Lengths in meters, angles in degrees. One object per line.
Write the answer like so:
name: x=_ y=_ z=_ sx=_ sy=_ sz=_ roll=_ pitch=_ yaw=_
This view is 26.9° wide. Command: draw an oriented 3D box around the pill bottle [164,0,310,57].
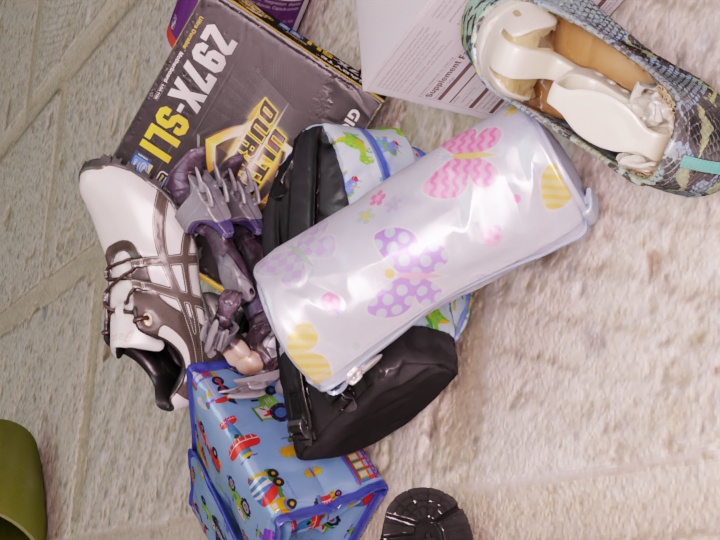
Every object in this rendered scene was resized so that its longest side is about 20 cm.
pill bottle: x=-0.095 y=-0.260 z=1.328 sx=0.201 sy=0.111 sz=0.113 roll=-64 pitch=29 yaw=32

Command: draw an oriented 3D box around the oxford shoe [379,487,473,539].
oxford shoe: x=0.043 y=0.240 z=0.895 sx=0.085 sy=0.072 sz=0.203 roll=109 pitch=162 yaw=-61

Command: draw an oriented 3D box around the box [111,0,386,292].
box: x=-0.096 y=-0.095 z=1.160 sx=0.201 sy=0.159 sz=0.049 roll=-56 pitch=3 yaw=18

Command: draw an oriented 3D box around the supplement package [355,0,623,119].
supplement package: x=0.073 y=-0.224 z=0.939 sx=0.156 sy=0.110 sz=0.202 roll=-47 pitch=39 yaw=50

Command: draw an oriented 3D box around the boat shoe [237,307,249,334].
boat shoe: x=-0.081 y=0.042 z=1.235 sx=0.200 sy=0.066 sz=0.075 roll=-157 pitch=79 yaw=-66

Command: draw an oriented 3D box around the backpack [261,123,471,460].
backpack: x=0.000 y=0.000 z=1.004 sx=0.202 sy=0.152 sz=0.163 roll=66 pitch=149 yaw=18

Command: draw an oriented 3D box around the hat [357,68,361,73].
hat: x=-0.053 y=-0.128 z=1.272 sx=0.175 sy=0.166 sz=0.200 roll=-36 pitch=42 yaw=-2

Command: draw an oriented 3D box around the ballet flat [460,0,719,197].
ballet flat: x=0.108 y=-0.102 z=0.777 sx=0.199 sy=0.074 sz=0.075 roll=35 pitch=114 yaw=38

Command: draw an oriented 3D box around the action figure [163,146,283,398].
action figure: x=-0.074 y=0.012 z=1.078 sx=0.069 sy=0.129 sz=0.202 roll=-39 pitch=72 yaw=37

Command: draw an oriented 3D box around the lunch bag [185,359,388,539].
lunch bag: x=-0.073 y=0.179 z=1.127 sx=0.151 sy=0.093 sz=0.201 roll=54 pitch=144 yaw=34

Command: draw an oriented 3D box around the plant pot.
plant pot: x=-0.479 y=0.294 z=1.930 sx=0.201 sy=0.185 sz=0.188 roll=-87 pitch=20 yaw=-53

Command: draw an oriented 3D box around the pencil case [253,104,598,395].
pencil case: x=0.035 y=-0.013 z=0.859 sx=0.199 sy=0.083 sz=0.091 roll=-33 pitch=52 yaw=7

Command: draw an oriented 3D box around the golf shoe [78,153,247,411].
golf shoe: x=-0.160 y=0.011 z=1.120 sx=0.077 sy=0.094 sz=0.201 roll=-22 pitch=104 yaw=45
